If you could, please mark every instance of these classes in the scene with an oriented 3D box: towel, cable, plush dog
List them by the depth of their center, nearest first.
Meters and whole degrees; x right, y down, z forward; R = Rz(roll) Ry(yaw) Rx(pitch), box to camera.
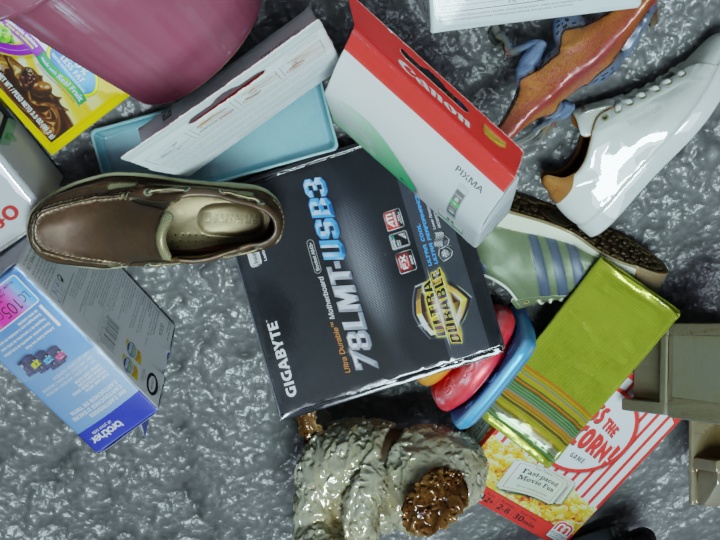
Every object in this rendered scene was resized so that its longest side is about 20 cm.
[{"bbox_3d":[0.189,0.086,0.938,0.085,0.018,0.201,33,121,1],"label":"towel"},{"bbox_3d":[0.032,0.181,0.944,0.169,0.200,0.164,-8,97,19],"label":"plush dog"},{"bbox_3d":[0.202,0.308,1.055,0.197,0.163,0.052,-20,84,6],"label":"cable"}]

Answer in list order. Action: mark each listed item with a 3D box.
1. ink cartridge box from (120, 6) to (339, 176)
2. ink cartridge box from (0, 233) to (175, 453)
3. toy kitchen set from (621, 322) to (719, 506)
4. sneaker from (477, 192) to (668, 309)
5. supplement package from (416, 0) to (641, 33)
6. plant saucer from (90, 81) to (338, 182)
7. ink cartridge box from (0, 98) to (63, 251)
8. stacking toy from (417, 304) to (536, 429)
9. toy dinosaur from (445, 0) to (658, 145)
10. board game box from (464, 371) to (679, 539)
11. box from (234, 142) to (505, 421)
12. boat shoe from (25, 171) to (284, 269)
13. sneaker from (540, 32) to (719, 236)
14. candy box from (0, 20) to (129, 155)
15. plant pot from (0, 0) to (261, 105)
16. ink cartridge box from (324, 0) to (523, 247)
[{"bbox_3d":[-0.094,-0.134,0.765,0.159,0.200,0.048,-34,90,4],"label":"ink cartridge box"},{"bbox_3d":[-0.231,0.054,0.894,0.076,0.137,0.200,-34,115,15],"label":"ink cartridge box"},{"bbox_3d":[0.355,0.132,0.920,0.196,0.180,0.167,3,86,-15],"label":"toy kitchen set"},{"bbox_3d":[0.165,-0.004,0.941,0.197,0.067,0.091,21,116,-10],"label":"sneaker"},{"bbox_3d":[0.096,-0.292,0.715,0.144,0.192,0.203,-7,118,-2],"label":"supplement package"},{"bbox_3d":[-0.120,-0.108,0.877,0.196,0.019,0.071,-15,94,4],"label":"plant saucer"},{"bbox_3d":[-0.356,-0.098,0.836,0.143,0.084,0.201,-30,115,11],"label":"ink cartridge box"},{"bbox_3d":[0.049,0.037,0.940,0.199,0.116,0.110,36,107,-8],"label":"stacking toy"},{"bbox_3d":[0.144,-0.163,0.816,0.105,0.200,0.182,43,75,-7],"label":"toy dinosaur"},{"bbox_3d":[0.198,0.160,1.035,0.150,0.047,0.201,30,111,-18],"label":"board game box"},{"bbox_3d":[0.000,0.000,0.884,0.195,0.050,0.204,-16,84,3],"label":"box"},{"bbox_3d":[-0.156,-0.038,0.812,0.198,0.075,0.076,-7,104,-10],"label":"boat shoe"},{"bbox_3d":[0.229,-0.128,0.877,0.084,0.073,0.201,39,101,-5],"label":"sneaker"},{"bbox_3d":[-0.269,-0.198,0.826,0.102,0.027,0.201,-34,115,8],"label":"candy box"},{"bbox_3d":[-0.171,-0.223,0.740,0.199,0.201,0.179,-34,131,13],"label":"plant pot"},{"bbox_3d":[0.041,-0.098,0.764,0.161,0.200,0.050,43,89,8],"label":"ink cartridge box"}]
